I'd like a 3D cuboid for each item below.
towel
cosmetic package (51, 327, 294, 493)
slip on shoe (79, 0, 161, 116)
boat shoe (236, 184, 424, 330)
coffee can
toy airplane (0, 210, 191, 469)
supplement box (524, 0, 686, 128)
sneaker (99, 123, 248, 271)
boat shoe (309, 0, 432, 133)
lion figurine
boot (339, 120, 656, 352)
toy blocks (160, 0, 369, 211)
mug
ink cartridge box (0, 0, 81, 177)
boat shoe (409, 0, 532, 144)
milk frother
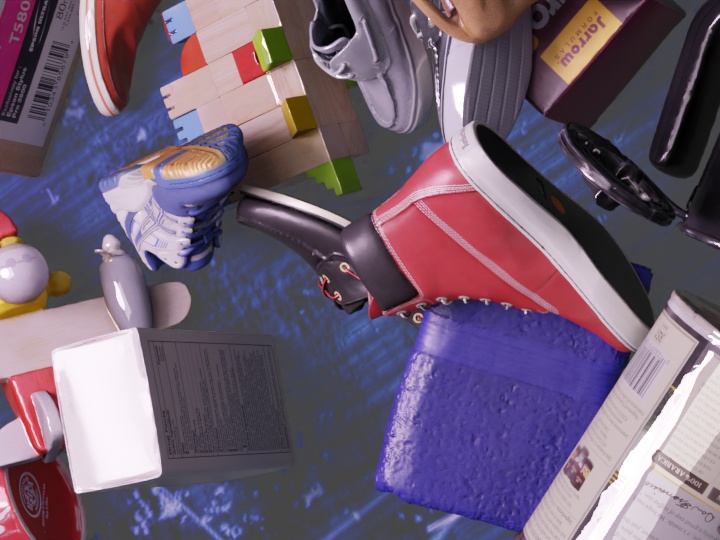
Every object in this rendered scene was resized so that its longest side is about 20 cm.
[{"bbox_3d":[0.102,0.072,1.492,0.147,0.050,0.201,16,92,-6],"label":"towel"},{"bbox_3d":[-0.127,0.098,1.542,0.073,0.200,0.104,-14,80,24],"label":"cosmetic package"},{"bbox_3d":[-0.173,-0.215,1.661,0.061,0.074,0.201,8,92,7],"label":"slip on shoe"},{"bbox_3d":[0.000,0.000,1.531,0.201,0.074,0.063,26,91,2],"label":"boat shoe"},{"bbox_3d":[0.208,0.135,1.404,0.146,0.146,0.200,36,101,23],"label":"coffee can"},{"bbox_3d":[-0.250,0.044,1.612,0.199,0.200,0.141,23,140,11],"label":"toy airplane"},{"bbox_3d":[0.110,-0.204,1.509,0.200,0.086,0.110,47,106,21],"label":"supplement box"},{"bbox_3d":[-0.117,-0.047,1.559,0.075,0.200,0.088,-27,96,-21],"label":"sneaker"},{"bbox_3d":[-0.007,-0.172,1.517,0.071,0.201,0.070,-33,39,-21],"label":"boat shoe"},{"bbox_3d":[0.103,-0.194,1.388,0.200,0.072,0.123,-32,104,-8],"label":"lion figurine"},{"bbox_3d":[0.087,0.010,1.437,0.144,0.072,0.200,-39,115,22],"label":"boot"},{"bbox_3d":[-0.083,-0.132,1.604,0.136,0.100,0.201,-21,87,36],"label":"toy blocks"},{"bbox_3d":[-0.327,0.189,1.677,0.200,0.133,0.178,-25,78,19],"label":"mug"},{"bbox_3d":[-0.284,-0.180,1.657,0.075,0.165,0.201,22,97,26],"label":"ink cartridge box"},{"bbox_3d":[0.069,-0.170,1.449,0.071,0.072,0.201,0,79,37],"label":"boat shoe"},{"bbox_3d":[0.243,-0.105,1.377,0.180,0.200,0.189,24,97,29],"label":"milk frother"}]
